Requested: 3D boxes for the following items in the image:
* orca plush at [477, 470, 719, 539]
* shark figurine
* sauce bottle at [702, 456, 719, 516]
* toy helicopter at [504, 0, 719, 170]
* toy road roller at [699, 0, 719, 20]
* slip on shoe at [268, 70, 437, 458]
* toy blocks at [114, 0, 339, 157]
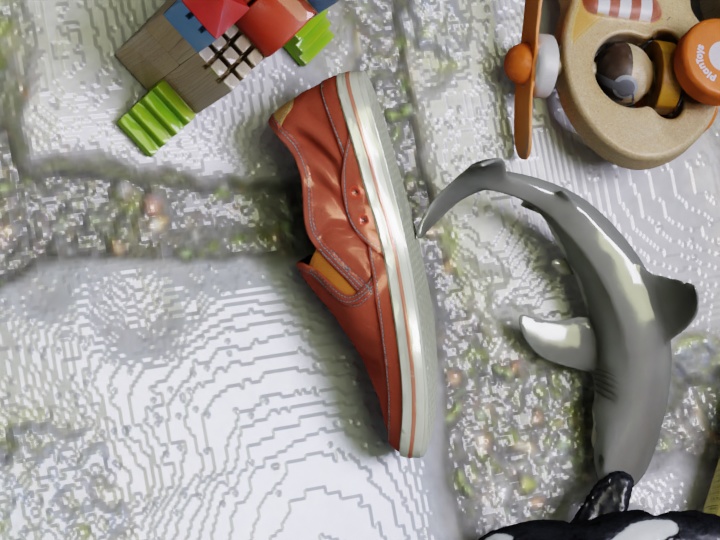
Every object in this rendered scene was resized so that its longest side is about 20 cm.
[{"bbox_3d":[0.145,0.132,1.054,0.105,0.199,0.072,46,33,-59],"label":"orca plush"},{"bbox_3d":[0.133,0.003,1.075,0.128,0.089,0.215,-43,112,-29],"label":"shark figurine"},{"bbox_3d":[0.215,0.154,1.113,0.064,0.065,0.201,26,71,-19],"label":"sauce bottle"},{"bbox_3d":[0.121,-0.147,1.129,0.132,0.079,0.201,-24,81,-18],"label":"toy helicopter"},{"bbox_3d":[0.195,-0.227,1.143,0.145,0.123,0.202,-1,78,-12],"label":"toy road roller"},{"bbox_3d":[0.000,0.000,1.044,0.061,0.074,0.201,-14,94,8],"label":"slip on shoe"},{"bbox_3d":[-0.036,-0.154,1.007,0.100,0.137,0.200,47,66,-11],"label":"toy blocks"}]
